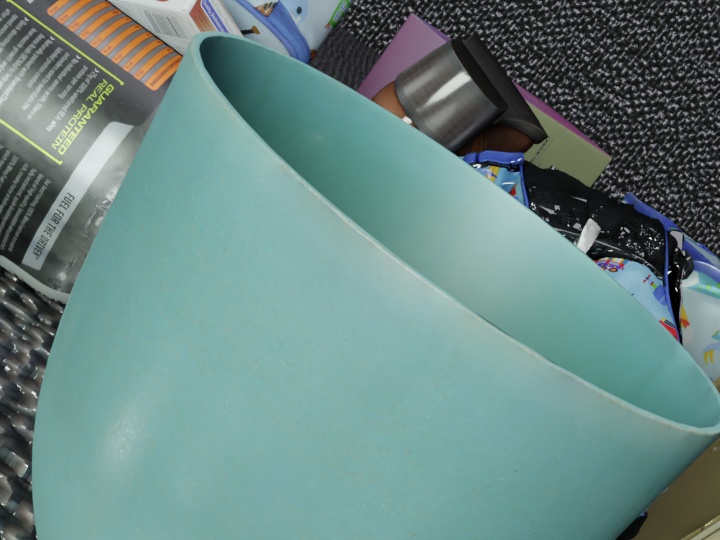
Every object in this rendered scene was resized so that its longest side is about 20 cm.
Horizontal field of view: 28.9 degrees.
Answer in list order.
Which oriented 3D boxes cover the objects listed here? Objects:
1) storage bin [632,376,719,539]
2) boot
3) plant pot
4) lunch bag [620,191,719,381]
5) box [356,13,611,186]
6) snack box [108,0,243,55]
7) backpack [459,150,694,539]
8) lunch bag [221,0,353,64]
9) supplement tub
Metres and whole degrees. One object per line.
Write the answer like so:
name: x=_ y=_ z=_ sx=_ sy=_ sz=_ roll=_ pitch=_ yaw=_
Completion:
storage bin: x=0.205 y=0.126 z=0.713 sx=0.094 sy=0.198 sz=0.200 roll=53 pitch=12 yaw=-4
boot: x=0.000 y=-0.039 z=0.757 sx=0.069 sy=0.200 sz=0.188 roll=53 pitch=17 yaw=0
plant pot: x=-0.012 y=0.047 z=0.452 sx=0.200 sy=0.161 sz=0.201 roll=34 pitch=15 yaw=-10
lunch bag: x=0.211 y=0.070 z=0.982 sx=0.127 sy=0.170 sz=0.200 roll=28 pitch=17 yaw=-36
box: x=0.073 y=-0.077 z=1.130 sx=0.199 sy=0.176 sz=0.097 roll=23 pitch=18 yaw=-47
snack box: x=-0.137 y=-0.125 z=0.682 sx=0.199 sy=0.024 sz=0.072 roll=19 pitch=-23 yaw=34
backpack: x=0.060 y=0.059 z=0.615 sx=0.134 sy=0.183 sz=0.200 roll=27 pitch=25 yaw=-6
lunch bag: x=-0.106 y=-0.158 z=0.702 sx=0.200 sy=0.076 sz=0.160 roll=42 pitch=-27 yaw=-20
supplement tub: x=-0.145 y=-0.069 z=0.611 sx=0.200 sy=0.123 sz=0.123 roll=37 pitch=12 yaw=-3
